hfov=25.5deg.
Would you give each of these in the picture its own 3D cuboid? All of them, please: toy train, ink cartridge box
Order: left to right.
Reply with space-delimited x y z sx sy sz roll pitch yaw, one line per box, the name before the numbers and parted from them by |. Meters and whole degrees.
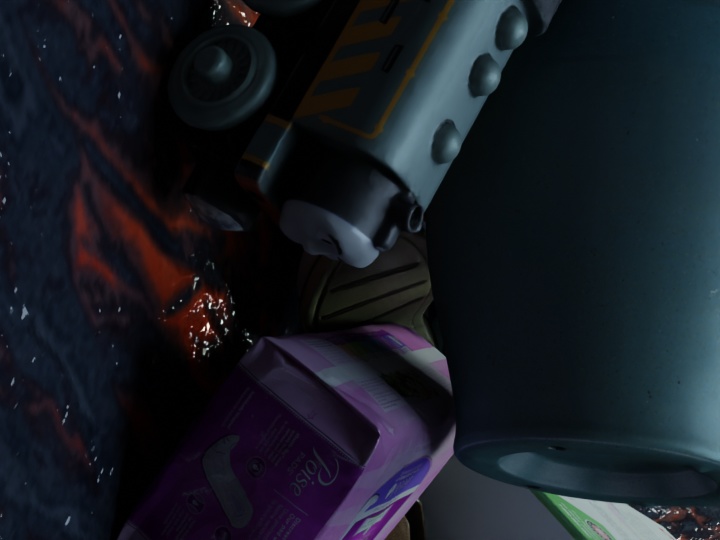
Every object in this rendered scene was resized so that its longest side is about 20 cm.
toy train | 0.009 -0.096 0.628 0.201 0.113 0.085 -60 150 -13
ink cartridge box | 0.140 0.189 0.938 0.199 0.145 0.088 29 99 -35

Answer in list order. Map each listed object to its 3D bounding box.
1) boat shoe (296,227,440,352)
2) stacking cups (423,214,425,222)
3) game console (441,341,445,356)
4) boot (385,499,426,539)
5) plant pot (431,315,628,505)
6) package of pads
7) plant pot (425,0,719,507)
boat shoe | 0.000 0.000 0.810 0.200 0.074 0.069 82 -10 -68
stacking cups | 0.045 -0.057 0.899 0.200 0.060 0.061 7 93 -83
game console | 0.087 -0.024 0.902 0.177 0.031 0.201 89 21 -58
boot | -0.007 0.204 0.891 0.074 0.075 0.202 -54 152 -63
plant pot | 0.120 0.090 1.083 0.161 0.200 0.202 -45 146 -31
package of pads | -0.021 0.089 0.707 0.121 0.075 0.200 -55 167 10
plant pot | 0.116 0.001 0.704 0.200 0.198 0.190 55 41 -69
